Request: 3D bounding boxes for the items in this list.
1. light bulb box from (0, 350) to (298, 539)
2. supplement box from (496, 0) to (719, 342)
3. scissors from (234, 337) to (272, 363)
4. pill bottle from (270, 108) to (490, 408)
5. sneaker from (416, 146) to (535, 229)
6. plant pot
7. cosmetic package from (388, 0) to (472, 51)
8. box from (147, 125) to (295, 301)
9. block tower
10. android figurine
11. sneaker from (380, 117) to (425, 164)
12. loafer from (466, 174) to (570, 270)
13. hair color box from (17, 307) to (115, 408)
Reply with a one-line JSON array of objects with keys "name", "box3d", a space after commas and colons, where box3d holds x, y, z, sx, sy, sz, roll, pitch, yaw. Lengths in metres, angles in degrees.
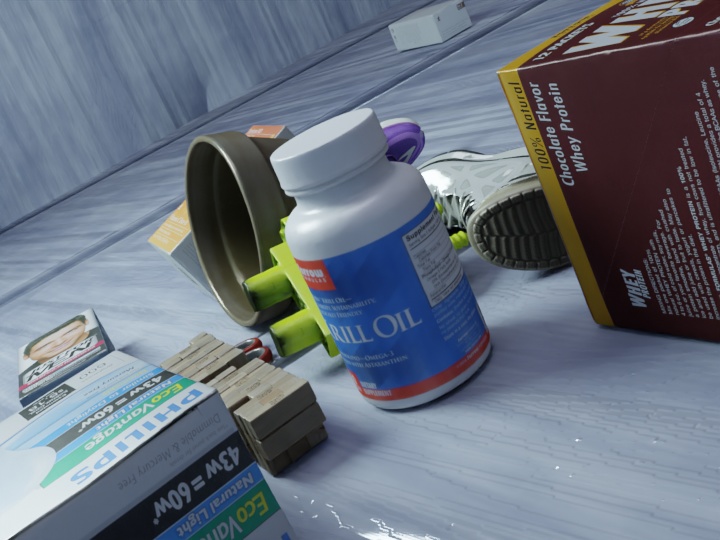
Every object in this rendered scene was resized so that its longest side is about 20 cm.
[{"name": "light bulb box", "box3d": [-0.177, 0.163, 0.607, 0.198, 0.126, 0.199, -35, 19, -26]}, {"name": "supplement box", "box3d": [0.225, -0.073, 0.600, 0.132, 0.198, 0.199, -34, 19, -25]}, {"name": "scissors", "box3d": [-0.163, 0.122, 0.887, 0.199, 0.014, 0.073, -36, 23, -25]}, {"name": "pill bottle", "box3d": [0.011, -0.010, 0.707, 0.111, 0.201, 0.112, -23, 18, 8]}, {"name": "sneaker", "box3d": [0.101, -0.068, 0.949, 0.199, 0.076, 0.115, -11, 21, 33]}, {"name": "plant pot", "box3d": [-0.071, -0.060, 1.021, 0.172, 0.202, 0.199, -16, 12, -27]}, {"name": "cosmetic package", "box3d": [0.164, -0.581, 2.288, 0.101, 0.075, 0.200, -33, 21, -21]}, {"name": "box", "box3d": [-0.143, -0.070, 1.157, 0.200, 0.098, 0.124, -49, 23, -11]}, {"name": "block tower", "box3d": [-0.099, 0.102, 0.770, 0.058, 0.054, 0.200, -32, 22, -22]}, {"name": "android figurine", "box3d": [0.000, 0.000, 0.857, 0.199, 0.041, 0.182, -25, 48, -11]}, {"name": "sneaker", "box3d": [0.009, -0.117, 1.248, 0.199, 0.081, 0.083, -38, 33, -7]}, {"name": "loafer", "box3d": [0.186, -0.056, 0.816, 0.198, 0.076, 0.068, -15, 17, 4]}, {"name": "hair color box", "box3d": [-0.313, 0.109, 1.043, 0.099, 0.061, 0.200, -30, 18, -13]}]
